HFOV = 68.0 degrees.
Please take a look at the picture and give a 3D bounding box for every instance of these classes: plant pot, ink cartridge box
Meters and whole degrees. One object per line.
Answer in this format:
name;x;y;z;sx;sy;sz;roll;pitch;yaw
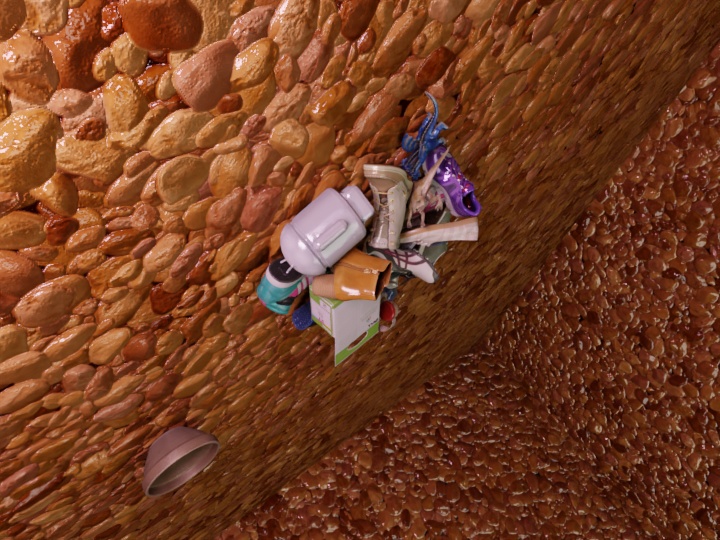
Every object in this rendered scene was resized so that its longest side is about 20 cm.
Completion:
plant pot;-0.455;0.455;1.320;0.199;0.093;0.202;-35;156;-17
ink cartridge box;-0.030;0.087;1.150;0.147;0.075;0.203;-35;144;-32

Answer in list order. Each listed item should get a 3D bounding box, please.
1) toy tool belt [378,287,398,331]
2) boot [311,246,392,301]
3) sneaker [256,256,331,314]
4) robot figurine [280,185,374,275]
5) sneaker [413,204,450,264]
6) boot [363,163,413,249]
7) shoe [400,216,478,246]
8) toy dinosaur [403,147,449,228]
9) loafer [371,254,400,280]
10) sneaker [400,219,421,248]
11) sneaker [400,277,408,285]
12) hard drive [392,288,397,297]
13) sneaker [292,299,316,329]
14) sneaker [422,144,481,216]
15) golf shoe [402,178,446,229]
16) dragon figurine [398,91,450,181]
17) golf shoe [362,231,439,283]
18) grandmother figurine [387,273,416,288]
toy tool belt;0.029;0.078;1.332;0.122;0.197;0.128;-6;103;-55
boot;-0.005;-0.021;1.052;0.071;0.141;0.204;73;25;-47
sneaker;-0.139;0.028;1.094;0.199;0.084;0.121;-19;154;-54
robot figurine;-0.068;-0.071;0.989;0.199;0.113;0.170;-41;-169;-3
sneaker;0.199;-0.087;1.405;0.089;0.067;0.203;29;93;-30
boot;0.047;-0.123;1.066;0.199;0.071;0.158;14;88;-69
shoe;0.174;-0.080;1.203;0.195;0.055;0.070;-10;-172;-5
toy dinosaur;0.130;-0.161;1.126;0.057;0.102;0.202;12;126;-29
loafer;0.000;0.000;1.268;0.196;0.073;0.063;0;156;-26
sneaker;0.090;-0.052;1.363;0.200;0.076;0.114;-44;162;10
sneaker;0.177;-0.048;1.530;0.103;0.060;0.201;-24;155;-45
hard drive;0.022;0.103;1.562;0.199;0.042;0.135;-40;158;-8
sneaker;-0.077;0.077;1.276;0.198;0.071;0.078;-29;176;32
sneaker;0.211;-0.202;1.179;0.081;0.083;0.200;-48;119;-12
golf shoe;0.142;-0.170;1.227;0.199;0.073;0.092;-42;157;-2
dragon figurine;0.121;-0.251;1.046;0.100;0.059;0.200;-47;166;-10
golf shoe;0.093;-0.021;1.254;0.089;0.198;0.077;-55;-174;-11
grandmother figurine;0.132;-0.025;1.474;0.200;0.121;0.061;-45;-161;8
